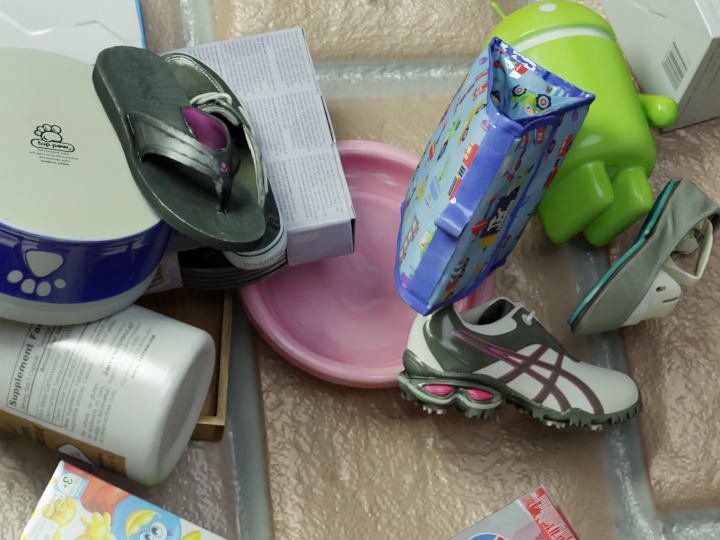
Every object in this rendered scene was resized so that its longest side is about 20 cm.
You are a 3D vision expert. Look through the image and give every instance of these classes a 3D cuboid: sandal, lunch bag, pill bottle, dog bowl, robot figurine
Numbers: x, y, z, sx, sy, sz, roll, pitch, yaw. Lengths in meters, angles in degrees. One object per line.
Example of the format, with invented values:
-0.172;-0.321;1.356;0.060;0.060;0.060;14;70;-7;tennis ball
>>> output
-0.125;-0.091;1.526;0.075;0.048;0.201;-9;50;-35;sandal
0.079;-0.062;1.583;0.094;0.151;0.200;30;21;4;lunch bag
-0.211;0.064;1.569;0.199;0.115;0.115;20;63;9;pill bottle
-0.222;-0.060;1.541;0.199;0.079;0.201;16;39;-13;dog bowl
0.159;-0.121;1.750;0.175;0.116;0.201;4;59;-36;robot figurine

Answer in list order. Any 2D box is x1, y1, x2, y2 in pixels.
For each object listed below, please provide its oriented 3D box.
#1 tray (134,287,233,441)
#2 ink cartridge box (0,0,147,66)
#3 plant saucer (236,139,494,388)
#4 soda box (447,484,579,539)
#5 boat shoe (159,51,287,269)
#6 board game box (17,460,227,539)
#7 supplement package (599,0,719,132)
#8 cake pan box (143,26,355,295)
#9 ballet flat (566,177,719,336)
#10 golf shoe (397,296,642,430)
-0.145;0.024;1.679;0.098;0.037;0.201;5;63;-6;tray
-0.223;-0.189;1.707;0.115;0.200;0.068;-10;100;-5;ink cartridge box
0.000;0.000;1.702;0.199;0.051;0.202;5;64;-10;plant saucer
0.060;0.233;1.592;0.199;0.070;0.064;-28;72;-19;soda box
-0.102;-0.094;1.608;0.072;0.071;0.200;-23;56;-13;boat shoe
-0.140;0.231;1.543;0.199;0.103;0.105;25;63;3;board game box
0.319;-0.232;1.808;0.199;0.152;0.151;-16;68;-16;supplement package
-0.109;-0.080;1.672;0.183;0.052;0.201;-13;56;-5;cake pan box
0.224;-0.002;1.709;0.064;0.067;0.200;37;45;4;ballet flat
0.125;0.067;1.645;0.199;0.077;0.089;8;94;-27;golf shoe
